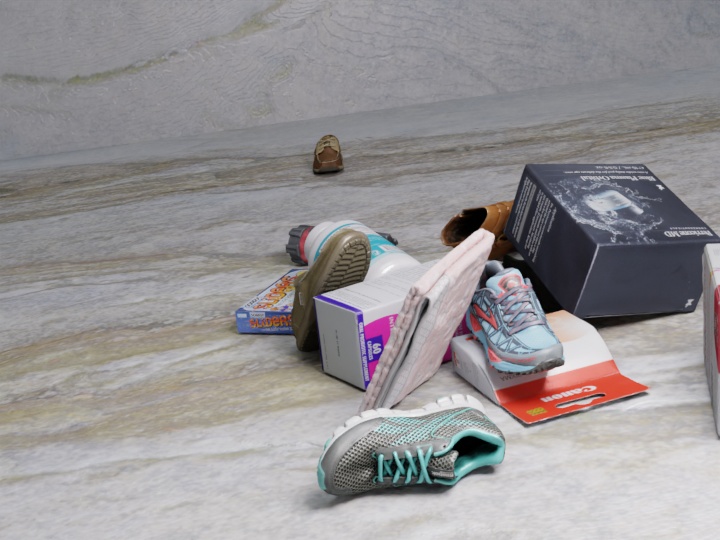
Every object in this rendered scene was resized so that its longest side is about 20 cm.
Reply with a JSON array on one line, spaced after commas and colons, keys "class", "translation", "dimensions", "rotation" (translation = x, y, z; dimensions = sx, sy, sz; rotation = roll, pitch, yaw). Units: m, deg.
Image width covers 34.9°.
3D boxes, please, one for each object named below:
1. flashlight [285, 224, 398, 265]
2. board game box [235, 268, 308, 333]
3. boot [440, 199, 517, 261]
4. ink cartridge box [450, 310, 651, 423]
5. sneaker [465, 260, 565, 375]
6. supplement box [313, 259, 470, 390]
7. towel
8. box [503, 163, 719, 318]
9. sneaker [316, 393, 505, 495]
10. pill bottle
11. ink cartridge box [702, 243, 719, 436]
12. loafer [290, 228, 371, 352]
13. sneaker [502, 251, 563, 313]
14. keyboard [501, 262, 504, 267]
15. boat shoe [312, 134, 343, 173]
[{"class": "flashlight", "translation": [-0.029, -0.033, 1.885], "dimensions": [0.199, 0.069, 0.068], "rotation": [10, -11, 35]}, {"class": "board game box", "translation": [-0.080, 0.043, 1.685], "dimensions": [0.134, 0.035, 0.200], "rotation": [0, 17, 21]}, {"class": "boot", "translation": [0.218, -0.084, 1.630], "dimensions": [0.199, 0.077, 0.155], "rotation": [-34, -27, 31]}, {"class": "ink cartridge box", "translation": [0.213, 0.106, 1.322], "dimensions": [0.161, 0.051, 0.200], "rotation": [-12, 14, -16]}, {"class": "sneaker", "translation": [0.167, 0.049, 1.305], "dimensions": [0.079, 0.096, 0.200], "rotation": [-13, 25, -15]}, {"class": "supplement box", "translation": [0.054, 0.064, 1.440], "dimensions": [0.199, 0.102, 0.103], "rotation": [-18, 19, -31]}, {"class": "towel", "translation": [0.075, 0.067, 1.281], "dimensions": [0.032, 0.201, 0.191], "rotation": [31, 32, 15]}, {"class": "box", "translation": [0.326, -0.044, 1.501], "dimensions": [0.195, 0.118, 0.200], "rotation": [-3, 36, -23]}, {"class": "sneaker", "translation": [0.055, 0.176, 1.113], "dimensions": [0.199, 0.078, 0.091], "rotation": [-16, 22, -23]}, {"class": "pill bottle", "translation": [0.000, 0.000, 1.579], "dimensions": [0.110, 0.112, 0.200], "rotation": [-16, 30, -28]}, {"class": "ink cartridge box", "translation": [0.407, 0.066, 1.199], "dimensions": [0.082, 0.147, 0.200], "rotation": [-2, 17, 13]}, {"class": "loafer", "translation": [-0.049, 0.018, 1.471], "dimensions": [0.076, 0.201, 0.068], "rotation": [-7, 46, -39]}, {"class": "sneaker", "translation": [0.287, 0.001, 1.601], "dimensions": [0.120, 0.084, 0.200], "rotation": [-20, 17, -9]}, {"class": "keyboard", "translation": [0.156, -0.007, 1.751], "dimensions": [0.198, 0.040, 0.104], "rotation": [-2, 16, 19]}, {"class": "boat shoe", "translation": [-0.080, -0.279, 2.714], "dimensions": [0.075, 0.075, 0.200], "rotation": [-7, 16, -1]}]
